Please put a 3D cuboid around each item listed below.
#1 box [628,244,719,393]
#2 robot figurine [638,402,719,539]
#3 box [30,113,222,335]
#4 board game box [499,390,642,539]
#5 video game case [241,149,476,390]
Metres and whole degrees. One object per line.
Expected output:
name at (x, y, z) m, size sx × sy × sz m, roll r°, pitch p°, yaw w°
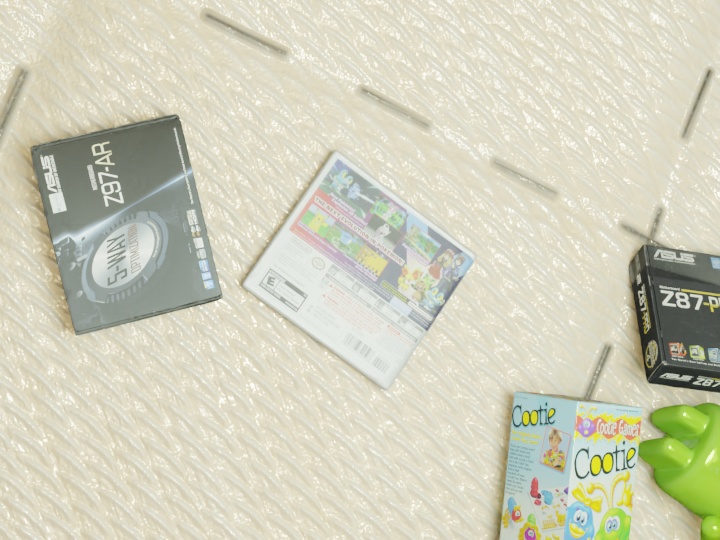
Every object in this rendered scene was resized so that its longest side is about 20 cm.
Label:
box at (0.408, 0.061, 1.455) m, size 0.198 × 0.049 × 0.162 m, roll 9°, pitch 52°, yaw -11°
robot figurine at (0.411, 0.227, 1.453) m, size 0.199 × 0.116 × 0.176 m, roll 34°, pitch 68°, yaw -9°
box at (-0.244, -0.048, 1.359) m, size 0.159 × 0.044 × 0.202 m, roll -13°, pitch 92°, yaw -12°
board game box at (0.226, 0.239, 1.406) m, size 0.102 × 0.105 × 0.202 m, roll 8°, pitch 87°, yaw -35°
video game case at (0.000, 0.000, 1.421) m, size 0.199 × 0.023 × 0.183 m, roll 36°, pitch 82°, yaw -8°
